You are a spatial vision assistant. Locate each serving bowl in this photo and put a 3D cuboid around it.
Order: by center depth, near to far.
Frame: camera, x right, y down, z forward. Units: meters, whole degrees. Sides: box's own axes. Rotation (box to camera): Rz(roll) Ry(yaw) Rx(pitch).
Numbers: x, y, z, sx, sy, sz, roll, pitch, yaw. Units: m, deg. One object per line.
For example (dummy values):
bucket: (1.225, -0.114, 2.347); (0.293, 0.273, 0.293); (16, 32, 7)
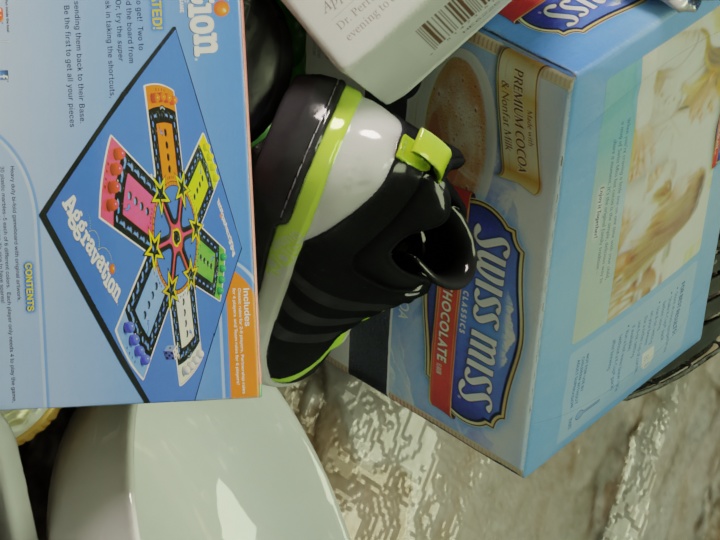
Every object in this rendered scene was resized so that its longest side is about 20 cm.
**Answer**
serving bowl: (-0.065, 0.126, 1.047); (0.200, 0.065, 0.201); (52, 28, -43)

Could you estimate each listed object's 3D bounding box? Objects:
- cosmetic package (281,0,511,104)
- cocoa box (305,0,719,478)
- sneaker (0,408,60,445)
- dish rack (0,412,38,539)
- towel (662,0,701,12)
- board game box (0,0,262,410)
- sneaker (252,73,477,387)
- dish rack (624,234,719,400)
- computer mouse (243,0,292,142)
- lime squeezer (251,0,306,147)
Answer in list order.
cosmetic package: (-0.023, -0.168, 0.981); (0.102, 0.200, 0.074); (-40, 166, 6)
cocoa box: (0.065, -0.047, 1.101); (0.133, 0.131, 0.201); (-33, 141, -39)
sneaker: (-0.112, -0.035, 1.004); (0.088, 0.075, 0.201); (46, 61, -37)
dish rack: (-0.197, 0.145, 0.944); (0.199, 0.043, 0.173); (-28, 120, -36)
towel: (0.111, -0.184, 1.078); (0.200, 0.146, 0.024); (-48, 164, -44)
board game box: (-0.089, -0.054, 0.937); (0.102, 0.019, 0.201); (-2, 93, -2)
sneaker: (0.000, 0.000, 1.020); (0.200, 0.082, 0.072); (98, 12, -67)
dish rack: (0.145, -0.042, 1.289); (0.153, 0.054, 0.201); (-23, 111, -42)
computer mouse: (-0.117, -0.122, 0.970); (0.199, 0.046, 0.141); (12, 87, -12)
lime squeezer: (-0.047, -0.082, 1.094); (0.070, 0.038, 0.201); (23, 79, -45)
